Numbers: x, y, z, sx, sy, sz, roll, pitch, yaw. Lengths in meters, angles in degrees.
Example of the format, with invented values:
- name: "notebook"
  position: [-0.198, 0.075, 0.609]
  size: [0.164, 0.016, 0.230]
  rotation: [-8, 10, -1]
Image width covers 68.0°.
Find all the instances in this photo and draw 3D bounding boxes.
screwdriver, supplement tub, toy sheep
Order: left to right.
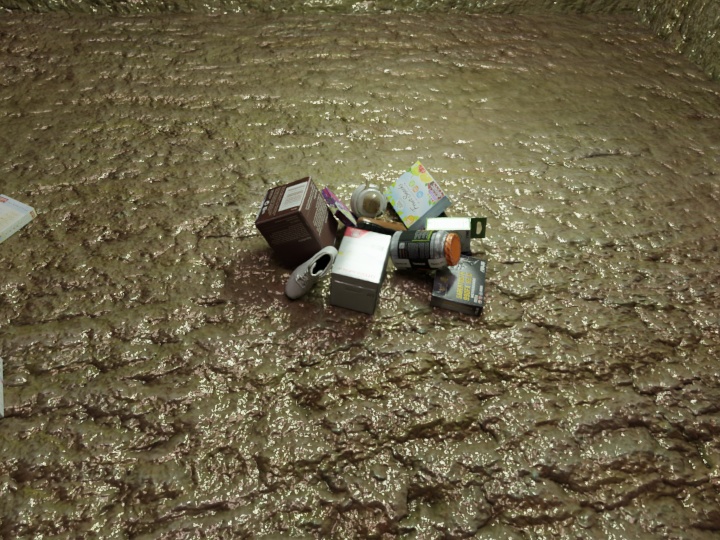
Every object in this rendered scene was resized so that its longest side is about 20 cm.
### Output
- name: "toy sheep"
  position: [0.026, -0.232, 1.804]
  size: [0.135, 0.141, 0.200]
  rotation: [-2, 4, -8]
- name: "supplement tub"
  position: [0.200, -0.063, 1.640]
  size: [0.197, 0.124, 0.123]
  rotation: [1, 41, 31]
- name: "screwdriver"
  position: [0.335, -0.122, 1.815]
  size: [0.029, 0.028, 0.202]
  rotation: [13, 43, -34]

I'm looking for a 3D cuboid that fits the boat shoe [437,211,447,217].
- name: "boat shoe"
  position: [0.263, -0.181, 1.839]
  size: [0.072, 0.065, 0.200]
  rotation: [-23, 54, -25]

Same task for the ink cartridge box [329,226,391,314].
- name: "ink cartridge box"
  position: [0.000, 0.000, 1.588]
  size: [0.143, 0.146, 0.202]
  rotation: [13, 47, 6]

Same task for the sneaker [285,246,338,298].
- name: "sneaker"
  position: [-0.150, 0.009, 1.531]
  size: [0.074, 0.200, 0.116]
  rotation: [45, 8, -3]

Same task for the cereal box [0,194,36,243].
- name: "cereal box"
  position: [-1.153, -0.150, 1.680]
  size: [0.142, 0.040, 0.201]
  rotation: [21, 48, 13]

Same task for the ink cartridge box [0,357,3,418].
- name: "ink cartridge box"
  position: [-0.940, 0.255, 1.265]
  size: [0.123, 0.130, 0.201]
  rotation: [-16, 51, -20]

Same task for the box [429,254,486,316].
- name: "box"
  position: [0.306, 0.036, 1.654]
  size: [0.156, 0.049, 0.202]
  rotation: [13, 47, 6]

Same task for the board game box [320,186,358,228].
- name: "board game box"
  position: [-0.048, -0.177, 1.729]
  size: [0.032, 0.200, 0.121]
  rotation: [-41, 52, 8]

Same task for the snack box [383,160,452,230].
- name: "snack box"
  position: [0.194, -0.250, 1.836]
  size: [0.168, 0.067, 0.201]
  rotation: [-40, 50, 14]

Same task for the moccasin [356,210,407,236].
- name: "moccasin"
  position: [0.071, -0.144, 1.736]
  size: [0.198, 0.074, 0.079]
  rotation: [5, 52, -31]

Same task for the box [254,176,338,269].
- name: "box"
  position: [-0.190, -0.143, 1.629]
  size: [0.162, 0.201, 0.168]
  rotation: [-13, 41, 23]

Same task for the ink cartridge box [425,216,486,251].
- name: "ink cartridge box"
  position: [0.309, -0.116, 1.730]
  size: [0.196, 0.105, 0.060]
  rotation: [-1, 49, 9]
